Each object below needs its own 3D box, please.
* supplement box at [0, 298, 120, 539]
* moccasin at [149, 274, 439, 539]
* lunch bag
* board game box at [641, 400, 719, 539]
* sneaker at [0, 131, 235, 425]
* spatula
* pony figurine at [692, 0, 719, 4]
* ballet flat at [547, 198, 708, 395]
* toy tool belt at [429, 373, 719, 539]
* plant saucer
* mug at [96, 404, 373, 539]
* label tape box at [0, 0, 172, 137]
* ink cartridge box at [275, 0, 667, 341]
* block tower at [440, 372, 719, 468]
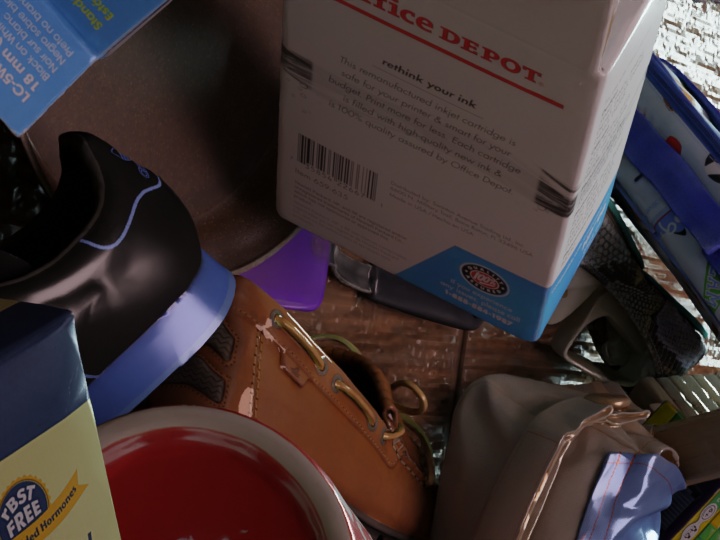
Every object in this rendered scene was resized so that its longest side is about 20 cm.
[{"bbox_3d":[-0.163,0.116,0.464,0.134,0.199,0.201,-33,121,-47],"label":"supplement box"},{"bbox_3d":[-0.013,0.060,0.766,0.201,0.073,0.078,40,69,-48],"label":"moccasin"},{"bbox_3d":[0.183,-0.014,0.923,0.075,0.200,0.160,-39,141,7],"label":"lunch bag"},{"bbox_3d":[0.126,0.178,0.915,0.200,0.057,0.165,-47,138,4],"label":"board game box"},{"bbox_3d":[-0.129,0.043,0.603,0.200,0.070,0.078,-49,118,-20],"label":"sneaker"},{"bbox_3d":[0.000,0.000,0.814,0.200,0.020,0.057,20,70,-55],"label":"spatula"},{"bbox_3d":[0.115,-0.185,0.800,0.199,0.166,0.195,-3,93,-33],"label":"pony figurine"},{"bbox_3d":[0.114,0.008,0.940,0.200,0.072,0.072,47,60,-45],"label":"ballet flat"},{"bbox_3d":[0.089,0.147,0.779,0.125,0.122,0.201,14,85,-72],"label":"toy tool belt"},{"bbox_3d":[-0.066,-0.097,0.695,0.200,0.032,0.202,-12,105,-50],"label":"plant saucer"},{"bbox_3d":[-0.054,0.141,0.620,0.178,0.133,0.200,-54,164,-14],"label":"mug"},{"bbox_3d":[-0.082,-0.163,0.593,0.144,0.063,0.200,48,54,-15],"label":"label tape box"},{"bbox_3d":[0.037,-0.075,0.645,0.067,0.115,0.200,-55,165,-31],"label":"ink cartridge box"},{"bbox_3d":[0.135,0.091,0.940,0.199,0.054,0.058,-2,134,-41],"label":"block tower"}]
